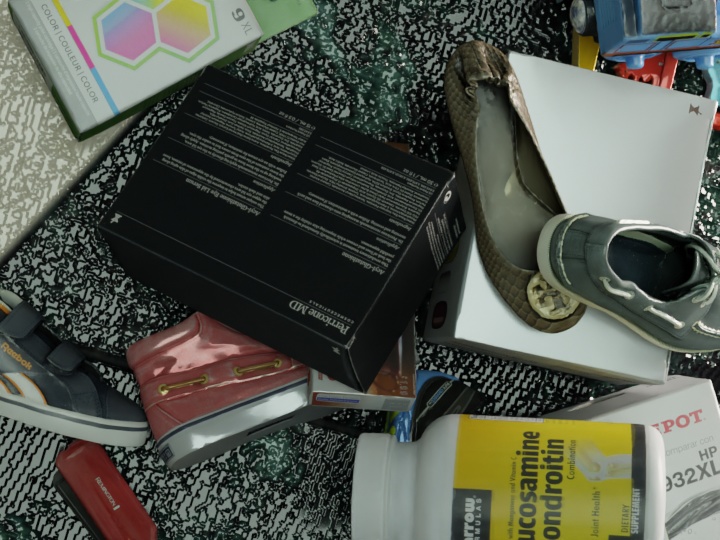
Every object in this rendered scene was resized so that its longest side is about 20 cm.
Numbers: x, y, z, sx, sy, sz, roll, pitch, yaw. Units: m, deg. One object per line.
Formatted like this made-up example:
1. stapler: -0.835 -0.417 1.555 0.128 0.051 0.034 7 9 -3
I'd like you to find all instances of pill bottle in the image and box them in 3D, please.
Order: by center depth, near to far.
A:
1. pill bottle: 0.096 0.152 1.199 0.198 0.112 0.113 2 87 6

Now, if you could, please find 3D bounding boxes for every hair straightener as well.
1. hair straightener: -0.141 0.207 1.253 0.041 0.077 0.200 -37 77 -28

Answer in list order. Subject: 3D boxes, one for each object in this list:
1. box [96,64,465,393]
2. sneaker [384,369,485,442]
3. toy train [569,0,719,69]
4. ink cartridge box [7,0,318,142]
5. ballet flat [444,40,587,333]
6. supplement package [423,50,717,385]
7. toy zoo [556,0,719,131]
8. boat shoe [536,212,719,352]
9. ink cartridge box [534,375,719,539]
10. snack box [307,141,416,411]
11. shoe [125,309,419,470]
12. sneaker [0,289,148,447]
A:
1. box: -0.051 -0.029 1.222 0.199 0.079 0.142 25 68 21
2. sneaker: 0.051 0.172 1.285 0.082 0.071 0.202 8 83 -3
3. toy train: 0.250 -0.190 1.292 0.198 0.114 0.088 -4 88 -9
4. ink cartridge box: -0.133 -0.183 1.277 0.199 0.059 0.104 -29 92 -10
5. ballet flat: 0.102 -0.055 1.205 0.067 0.046 0.202 -17 89 -7
6. supplement package: 0.145 -0.033 1.291 0.154 0.111 0.202 12 85 -9
7. toy zoo: 0.236 -0.179 1.359 0.198 0.020 0.132 14 85 -8
8. boat shoe: 0.207 0.010 1.203 0.199 0.062 0.073 19 79 -32
9. ink cartridge box: 0.200 0.190 1.302 0.144 0.084 0.202 -17 90 -9
10. snack box: 0.000 0.000 1.268 0.071 0.024 0.202 4 61 -9
11. shoe: -0.060 0.061 1.272 0.199 0.072 0.092 -20 75 -21
12. sneaker: -0.231 0.058 1.240 0.198 0.078 0.080 19 90 -7
